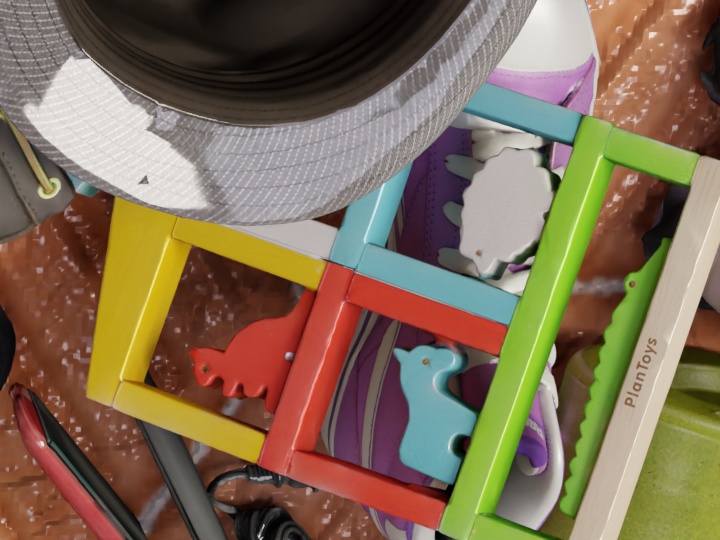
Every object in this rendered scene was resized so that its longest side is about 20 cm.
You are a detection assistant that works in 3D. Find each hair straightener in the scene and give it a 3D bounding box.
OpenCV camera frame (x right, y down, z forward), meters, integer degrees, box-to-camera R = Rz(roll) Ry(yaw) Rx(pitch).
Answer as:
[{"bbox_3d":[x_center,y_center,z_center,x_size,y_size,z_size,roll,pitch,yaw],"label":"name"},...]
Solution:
[{"bbox_3d":[-0.037,0.095,0.937,0.077,0.041,0.200,-32,121,0],"label":"hair straightener"}]

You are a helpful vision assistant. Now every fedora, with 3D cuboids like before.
[{"bbox_3d":[-0.031,-0.123,0.799,0.176,0.090,0.201,12,113,-23],"label":"fedora"}]

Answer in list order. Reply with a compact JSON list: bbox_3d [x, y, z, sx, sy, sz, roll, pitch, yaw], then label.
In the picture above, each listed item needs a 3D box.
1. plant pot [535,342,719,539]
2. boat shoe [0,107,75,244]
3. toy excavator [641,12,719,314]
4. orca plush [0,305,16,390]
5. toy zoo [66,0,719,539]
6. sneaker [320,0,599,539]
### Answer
[{"bbox_3d":[0.109,0.131,0.931,0.200,0.200,0.194,9,101,-21],"label":"plant pot"},{"bbox_3d":[-0.136,-0.097,0.790,0.060,0.072,0.202,-21,116,-12],"label":"boat shoe"},{"bbox_3d":[0.217,-0.050,0.926,0.199,0.100,0.195,3,116,-34],"label":"toy excavator"},{"bbox_3d":[-0.184,-0.001,0.823,0.105,0.071,0.200,-42,120,6],"label":"orca plush"},{"bbox_3d":[0.000,0.000,0.841,0.199,0.020,0.132,19,90,20],"label":"toy zoo"},{"bbox_3d":[0.045,0.003,0.875,0.072,0.114,0.201,2,114,-17],"label":"sneaker"}]
